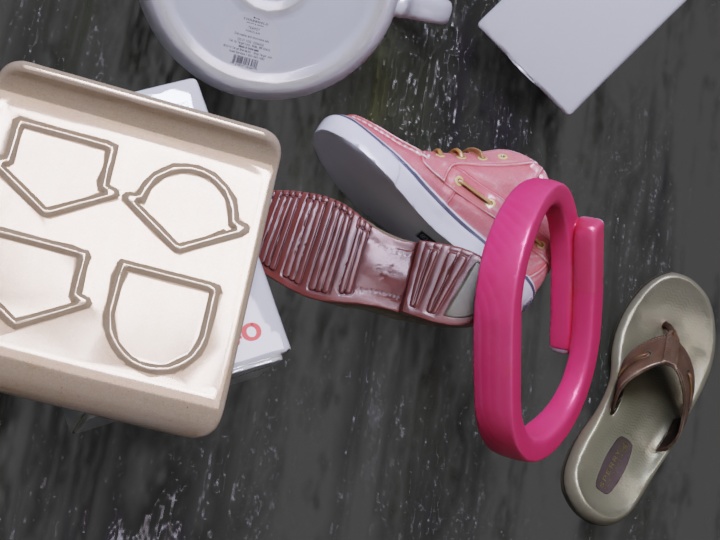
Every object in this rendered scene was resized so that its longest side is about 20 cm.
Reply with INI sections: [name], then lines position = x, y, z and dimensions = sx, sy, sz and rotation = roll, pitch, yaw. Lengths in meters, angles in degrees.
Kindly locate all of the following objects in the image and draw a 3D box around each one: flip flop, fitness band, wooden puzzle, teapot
[flip flop]
position = 0.208, 0.092, 1.132
dimensions = 0.081, 0.058, 0.200
rotation = 33, 68, -5
[fitness band]
position = 0.121, 0.034, 1.075
dimensions = 0.144, 0.037, 0.200
rotation = -35, 129, -49
[wooden puzzle]
position = -0.159, -0.011, 0.973
dimensions = 0.185, 0.046, 0.200
rotation = 15, 77, -10
[teapot]
position = -0.062, -0.218, 1.101
dimensions = 0.197, 0.146, 0.200
rotation = -29, 106, 3

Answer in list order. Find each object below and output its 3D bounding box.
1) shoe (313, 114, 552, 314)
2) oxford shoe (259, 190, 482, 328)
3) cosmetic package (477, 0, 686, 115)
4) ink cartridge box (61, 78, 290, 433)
[shoe]
position = 0.063, -0.062, 1.130
dimensions = 0.200, 0.071, 0.091
rotation = 40, 66, -8
[oxford shoe]
position = 0.000, 0.000, 1.096
dimensions = 0.200, 0.075, 0.071
rotation = 21, 82, 11
[cosmetic package]
position = 0.193, -0.221, 1.149
dimensions = 0.102, 0.200, 0.074
rotation = 46, 24, 0
[ink cartridge box]
position = -0.151, -0.008, 1.040
dimensions = 0.144, 0.084, 0.200
rotation = -16, 79, -19
